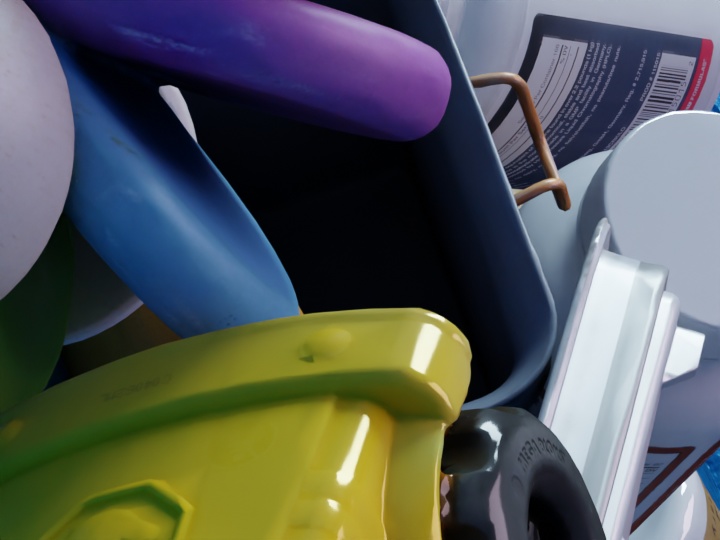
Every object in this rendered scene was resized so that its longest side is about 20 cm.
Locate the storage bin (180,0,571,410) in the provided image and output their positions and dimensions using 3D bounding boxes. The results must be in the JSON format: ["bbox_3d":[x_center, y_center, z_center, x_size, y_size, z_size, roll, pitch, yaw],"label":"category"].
[{"bbox_3d":[0.000,0.000,0.980,0.134,0.145,0.201,70,0,-60],"label":"storage bin"}]

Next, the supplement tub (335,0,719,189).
[{"bbox_3d":[0.041,-0.104,1.151,0.200,0.140,0.141,3,58,-49],"label":"supplement tub"}]

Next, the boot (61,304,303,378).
[{"bbox_3d":[-0.081,-0.022,0.779,0.144,0.071,0.202,49,12,-43],"label":"boot"}]

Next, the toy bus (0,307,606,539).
[{"bbox_3d":[-0.012,0.138,0.559,0.192,0.135,0.201,-71,140,-59],"label":"toy bus"}]

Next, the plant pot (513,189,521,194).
[{"bbox_3d":[0.013,-0.054,1.225,0.200,0.027,0.201,28,47,-36],"label":"plant pot"}]

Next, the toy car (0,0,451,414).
[{"bbox_3d":[-0.052,-0.064,0.640,0.175,0.149,0.201,17,78,-80],"label":"toy car"}]

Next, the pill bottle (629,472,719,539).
[{"bbox_3d":[0.128,0.164,1.318,0.200,0.114,0.115,57,12,-43],"label":"pill bottle"}]

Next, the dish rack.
[{"bbox_3d":[0.068,0.103,0.931,0.200,0.043,0.172,97,9,-47],"label":"dish rack"}]

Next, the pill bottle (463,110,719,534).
[{"bbox_3d":[0.091,0.026,1.062,0.113,0.112,0.200,68,-26,19],"label":"pill bottle"}]
